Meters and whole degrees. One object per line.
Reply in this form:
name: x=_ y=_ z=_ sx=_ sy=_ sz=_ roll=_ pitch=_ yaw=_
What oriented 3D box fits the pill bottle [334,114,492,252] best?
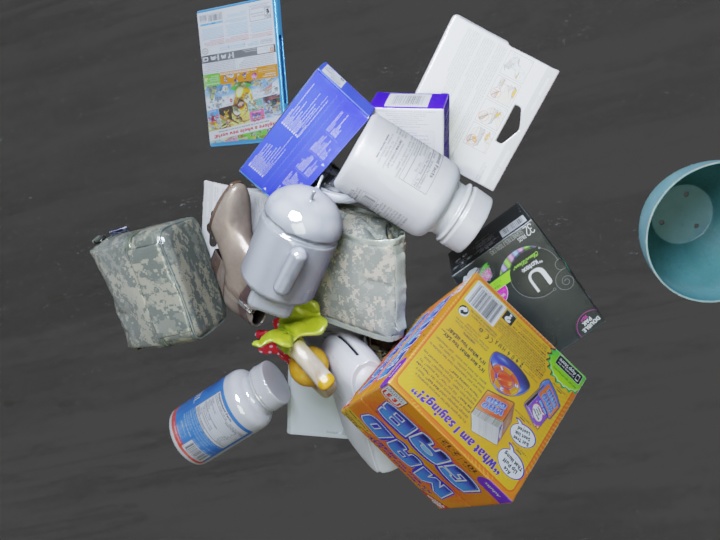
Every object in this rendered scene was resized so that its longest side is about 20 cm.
pill bottle: x=0.074 y=-0.113 z=0.874 sx=0.199 sy=0.114 sz=0.115 roll=31 pitch=107 yaw=-6

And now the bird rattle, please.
bird rattle: x=-0.102 y=0.136 z=0.999 sx=0.112 sy=0.200 sz=0.163 roll=-37 pitch=80 yaw=-23

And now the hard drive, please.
hard drive: x=-0.063 y=0.199 z=1.131 sx=0.130 sy=0.026 sz=0.202 roll=4 pitch=106 yaw=3

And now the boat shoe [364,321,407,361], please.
boat shoe: x=0.050 y=0.152 z=1.081 sx=0.075 sy=0.074 sz=0.202 roll=-10 pitch=107 yaw=3

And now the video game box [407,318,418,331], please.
video game box: x=0.187 y=0.156 z=1.028 sx=0.047 sy=0.182 sz=0.201 roll=-44 pitch=102 yaw=-25

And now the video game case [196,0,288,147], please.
video game case: x=-0.175 y=-0.292 z=0.959 sx=0.142 sy=0.018 sz=0.202 roll=1 pitch=100 yaw=25

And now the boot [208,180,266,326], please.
boot: x=-0.173 y=-0.017 z=0.991 sx=0.146 sy=0.070 sz=0.201 roll=47 pitch=137 yaw=27

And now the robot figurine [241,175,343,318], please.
robot figurine: x=-0.094 y=-0.033 z=0.885 sx=0.112 sy=0.170 sz=0.201 roll=18 pitch=116 yaw=-17

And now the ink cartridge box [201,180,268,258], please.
ink cartridge box: x=-0.168 y=-0.056 z=1.062 sx=0.198 sy=0.050 sz=0.163 roll=14 pitch=109 yaw=19

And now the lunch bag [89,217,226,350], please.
lunch bag: x=-0.334 y=0.023 z=1.039 sx=0.166 sy=0.139 sz=0.202 roll=-14 pitch=103 yaw=15

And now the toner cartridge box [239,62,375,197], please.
toner cartridge box: x=-0.078 y=-0.185 z=0.908 sx=0.095 sy=0.043 sz=0.200 roll=41 pitch=121 yaw=-9

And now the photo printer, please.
photo printer: x=0.000 y=0.200 z=1.030 sx=0.069 sy=0.166 sz=0.202 roll=-20 pitch=108 yaw=-16

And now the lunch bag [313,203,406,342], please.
lunch bag: x=0.000 y=0.000 z=0.967 sx=0.199 sy=0.117 sz=0.166 roll=23 pitch=123 yaw=42

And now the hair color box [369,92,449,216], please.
hair color box: x=0.076 y=-0.159 z=0.954 sx=0.108 sy=0.065 sz=0.202 roll=5 pitch=126 yaw=14

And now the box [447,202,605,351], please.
box: x=0.254 y=0.025 z=1.003 sx=0.148 sy=0.124 sz=0.200 roll=-36 pitch=102 yaw=15

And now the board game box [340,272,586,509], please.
board game box: x=0.130 y=0.168 z=0.860 sx=0.200 sy=0.200 sz=0.200 roll=44 pitch=61 yaw=1

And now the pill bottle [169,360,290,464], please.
pill bottle: x=-0.223 y=0.242 z=1.112 sx=0.199 sy=0.112 sz=0.113 roll=-33 pitch=102 yaw=12

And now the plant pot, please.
plant pot: x=0.503 y=-0.070 z=0.949 sx=0.198 sy=0.135 sz=0.202 roll=1 pitch=107 yaw=4

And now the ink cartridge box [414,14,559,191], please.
ink cartridge box: x=0.170 y=-0.249 z=0.967 sx=0.175 sy=0.045 sz=0.201 roll=27 pitch=108 yaw=-3

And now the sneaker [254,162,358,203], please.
sneaker: x=-0.067 y=-0.170 z=0.992 sx=0.198 sy=0.076 sz=0.115 roll=7 pitch=110 yaw=5
